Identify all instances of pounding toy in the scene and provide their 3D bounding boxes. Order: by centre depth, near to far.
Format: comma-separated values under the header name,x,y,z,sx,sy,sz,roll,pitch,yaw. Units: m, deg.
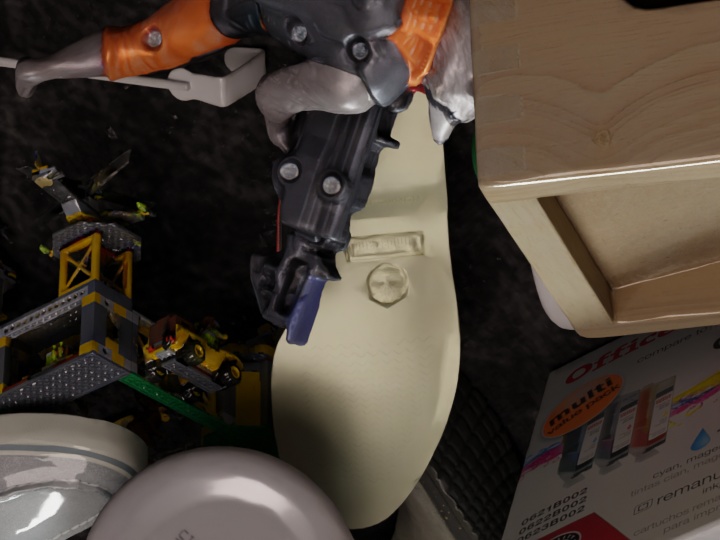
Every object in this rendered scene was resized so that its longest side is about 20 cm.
name,x,y,z,sx,sy,sz,roll,pitch,yaw
pounding toy,0.103,-0.077,0.887,0.199,0.143,0.184,-7,159,14

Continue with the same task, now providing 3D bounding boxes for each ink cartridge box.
name,x,y,z,sx,sy,sz,roll,pitch,yaw
ink cartridge box,0.152,0.111,1.057,0.145,0.200,0.145,-27,107,22

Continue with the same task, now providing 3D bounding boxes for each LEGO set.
name,x,y,z,sx,sy,sz,roll,pitch,yaw
LEGO set,-0.123,0.027,1.141,0.153,0.116,0.200,25,140,-35

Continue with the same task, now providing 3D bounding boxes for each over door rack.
name,x,y,z,sx,sy,sz,roll,pitch,yaw
over door rack,-0.143,-0.135,1.064,0.199,0.067,0.149,3,119,11

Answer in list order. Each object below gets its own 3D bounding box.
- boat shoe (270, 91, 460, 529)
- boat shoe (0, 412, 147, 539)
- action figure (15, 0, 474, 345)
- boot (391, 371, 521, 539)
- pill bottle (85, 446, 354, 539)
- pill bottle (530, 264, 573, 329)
name,x,y,z,sx,sy,sz,roll,pitch,yaw
boat shoe,0.003,0.000,1.084,0.073,0.063,0.203,2,103,-1
boat shoe,-0.171,0.113,1.096,0.200,0.072,0.070,-17,145,24
action figure,-0.036,-0.077,0.986,0.192,0.105,0.201,11,90,13
boot,0.016,0.131,1.176,0.130,0.068,0.201,-22,110,28
pill bottle,-0.059,0.139,1.092,0.108,0.200,0.110,1,76,-5
pill bottle,0.165,-0.041,1.020,0.199,0.114,0.115,-5,117,14
